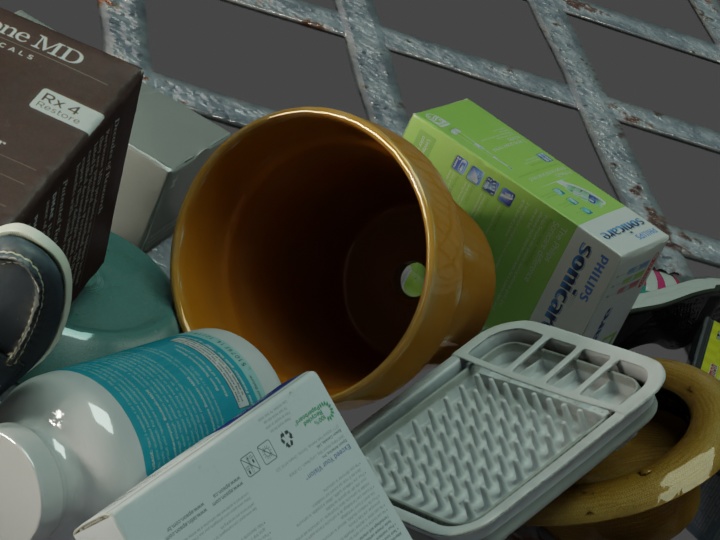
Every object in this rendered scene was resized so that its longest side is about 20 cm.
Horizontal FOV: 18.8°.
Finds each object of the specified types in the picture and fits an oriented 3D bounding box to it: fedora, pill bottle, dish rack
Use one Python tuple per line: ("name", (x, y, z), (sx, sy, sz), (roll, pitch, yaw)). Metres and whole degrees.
("fedora", (0.162, 0.136, 1.445), (0.200, 0.082, 0.201), (-15, 26, 8))
("pill bottle", (-0.140, 0.104, 1.269), (0.111, 0.111, 0.200), (39, 30, 25))
("dish rack", (0.086, 0.112, 1.398), (0.200, 0.044, 0.171), (-34, 30, -27))

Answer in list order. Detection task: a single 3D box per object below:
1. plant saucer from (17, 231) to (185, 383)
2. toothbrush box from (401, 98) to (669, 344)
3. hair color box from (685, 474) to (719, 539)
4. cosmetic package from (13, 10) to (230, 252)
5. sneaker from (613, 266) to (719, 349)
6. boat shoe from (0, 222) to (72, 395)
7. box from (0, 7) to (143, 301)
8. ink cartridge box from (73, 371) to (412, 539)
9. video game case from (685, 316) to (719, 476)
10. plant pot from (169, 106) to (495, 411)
("plant saucer", (-0.198, 0.014, 1.462), (0.199, 0.036, 0.200), (19, 27, -10))
("toothbrush box", (0.107, -0.014, 1.641), (0.200, 0.146, 0.086), (36, 29, 22))
("hair color box", (0.312, 0.195, 1.532), (0.099, 0.061, 0.200), (-4, 39, -45))
("cosmetic package", (-0.210, -0.103, 1.608), (0.200, 0.090, 0.107), (34, 28, 11))
("sneaker", (0.211, 0.006, 1.766), (0.200, 0.084, 0.121), (-5, 49, -43))
("boat shoe", (-0.228, 0.049, 1.203), (0.075, 0.200, 0.062), (45, 38, -4))
("box", (-0.256, -0.043, 1.326), (0.165, 0.165, 0.200), (23, 40, 7))
("ink cartridge box", (-0.041, 0.183, 1.219), (0.196, 0.043, 0.200), (-32, 94, -50))
("video game case", (0.315, 0.121, 1.578), (0.180, 0.026, 0.200), (28, 26, 3))
("plant pot", (0.000, 0.000, 1.499), (0.200, 0.200, 0.183), (39, 13, 25))
